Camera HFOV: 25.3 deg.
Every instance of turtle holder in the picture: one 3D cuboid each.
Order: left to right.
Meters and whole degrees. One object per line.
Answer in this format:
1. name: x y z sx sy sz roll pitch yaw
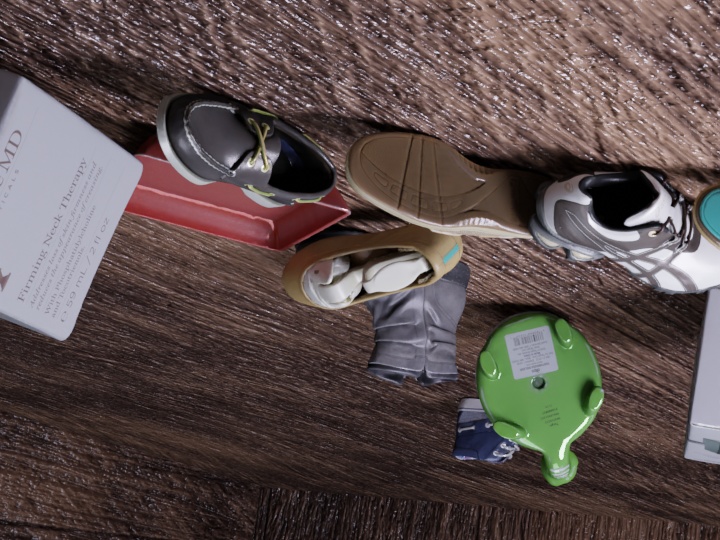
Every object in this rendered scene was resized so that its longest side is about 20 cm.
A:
1. turtle holder: 0.209 0.134 1.788 0.186 0.141 0.132 47 -176 1

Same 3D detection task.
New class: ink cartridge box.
1. ink cartridge box: 0.377 0.109 1.613 0.084 0.147 0.200 8 166 12

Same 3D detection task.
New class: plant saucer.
1. plant saucer: -0.130 -0.073 1.458 0.199 0.037 0.199 14 166 -19

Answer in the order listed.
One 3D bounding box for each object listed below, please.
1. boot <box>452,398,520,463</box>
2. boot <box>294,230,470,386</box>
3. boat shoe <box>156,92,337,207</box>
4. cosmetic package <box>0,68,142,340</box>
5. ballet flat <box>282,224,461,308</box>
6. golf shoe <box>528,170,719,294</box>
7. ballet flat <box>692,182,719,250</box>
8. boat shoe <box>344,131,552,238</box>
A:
1. boot: 0.228 0.241 2.357 0.199 0.091 0.073 -1 163 38
2. boot: 0.020 0.040 1.606 0.199 0.132 0.070 15 166 -20
3. boat shoe: -0.087 -0.097 1.272 0.060 0.072 0.201 -2 169 27
4. cosmetic package: -0.312 -0.065 1.276 0.166 0.168 0.200 20 172 24
5. ballet flat: 0.000 0.000 1.505 0.199 0.063 0.069 -18 114 31
6. golf shoe: 0.238 -0.033 1.284 0.199 0.078 0.094 9 161 -16
7. ballet flat: 0.355 -0.028 1.251 0.199 0.069 0.063 10 180 4
8. boat shoe: 0.068 -0.059 1.303 0.199 0.072 0.064 15 164 -26
